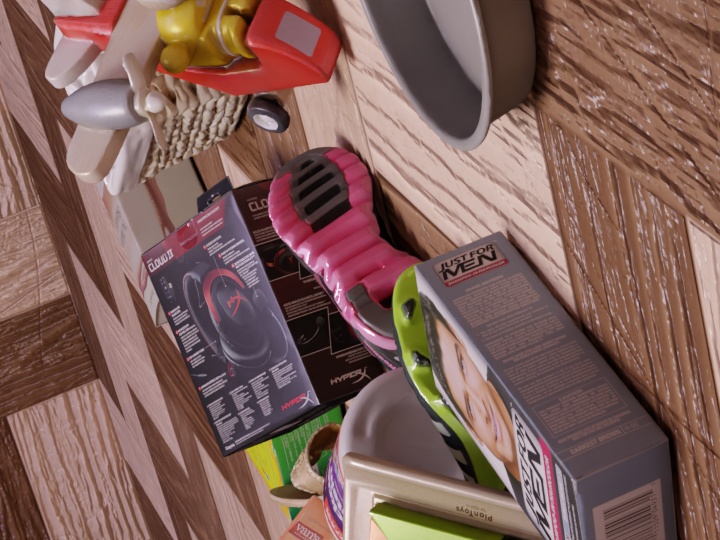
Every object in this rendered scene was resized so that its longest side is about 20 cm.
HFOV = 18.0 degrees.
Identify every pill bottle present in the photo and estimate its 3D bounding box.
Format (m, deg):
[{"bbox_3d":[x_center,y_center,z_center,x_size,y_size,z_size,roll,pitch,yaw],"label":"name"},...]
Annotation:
[{"bbox_3d":[0.032,0.144,1.554,0.200,0.111,0.112,106,140,-70],"label":"pill bottle"}]

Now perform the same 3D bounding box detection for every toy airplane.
[{"bbox_3d":[-0.133,-0.174,1.525,0.141,0.198,0.201,70,174,-61],"label":"toy airplane"}]

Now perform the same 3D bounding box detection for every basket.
[{"bbox_3d":[-0.170,-0.163,1.863,0.200,0.123,0.136,125,122,-76],"label":"basket"}]

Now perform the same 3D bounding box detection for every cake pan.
[{"bbox_3d":[0.037,-0.163,1.199,0.200,0.036,0.202,158,90,-77],"label":"cake pan"}]

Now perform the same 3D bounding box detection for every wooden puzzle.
[{"bbox_3d":[0.067,0.218,1.379,0.184,0.037,0.201,12,118,26],"label":"wooden puzzle"}]

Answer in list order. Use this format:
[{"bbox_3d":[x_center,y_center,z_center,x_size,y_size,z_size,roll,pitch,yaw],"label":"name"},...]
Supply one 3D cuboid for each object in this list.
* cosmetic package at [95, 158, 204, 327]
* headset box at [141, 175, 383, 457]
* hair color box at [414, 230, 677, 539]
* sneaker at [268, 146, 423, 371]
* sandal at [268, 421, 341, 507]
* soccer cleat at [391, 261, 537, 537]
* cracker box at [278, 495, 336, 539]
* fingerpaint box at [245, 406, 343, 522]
[{"bbox_3d":[-0.198,-0.060,2.228,0.103,0.087,0.201,110,137,-70],"label":"cosmetic package"},{"bbox_3d":[-0.083,0.026,1.798,0.148,0.075,0.201,-32,79,49],"label":"headset box"},{"bbox_3d":[0.102,0.078,1.272,0.200,0.060,0.099,-125,18,-47],"label":"hair color box"},{"bbox_3d":[0.000,0.000,1.565,0.201,0.079,0.096,60,176,39],"label":"sneaker"},{"bbox_3d":[-0.014,0.160,1.871,0.211,0.077,0.070,5,102,64],"label":"sandal"},{"bbox_3d":[0.071,0.091,1.411,0.201,0.067,0.081,63,166,11],"label":"soccer cleat"},{"bbox_3d":[0.005,0.277,1.854,0.133,0.058,0.200,32,157,20],"label":"cracker box"},{"bbox_3d":[-0.078,0.088,2.002,0.167,0.073,0.201,-129,22,-51],"label":"fingerpaint box"}]
